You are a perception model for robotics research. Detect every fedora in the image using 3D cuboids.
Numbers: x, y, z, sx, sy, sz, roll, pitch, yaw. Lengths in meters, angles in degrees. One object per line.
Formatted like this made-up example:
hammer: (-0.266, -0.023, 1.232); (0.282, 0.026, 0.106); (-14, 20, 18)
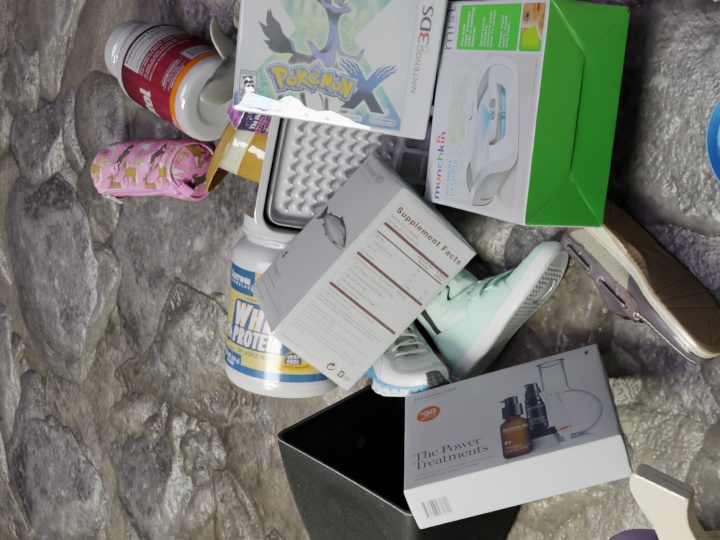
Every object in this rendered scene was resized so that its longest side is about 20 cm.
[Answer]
fedora: (-0.106, -0.159, 1.335); (0.082, 0.201, 0.201); (31, 123, -2)

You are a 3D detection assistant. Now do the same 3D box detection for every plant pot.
plant pot: (0.052, 0.247, 1.209); (0.200, 0.199, 0.178); (21, 123, 41)

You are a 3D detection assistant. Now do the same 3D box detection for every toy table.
toy table: (0.310, 0.252, 0.970); (0.200, 0.184, 0.117); (18, 124, 15)

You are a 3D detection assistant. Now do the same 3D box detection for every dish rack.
dish rack: (-0.011, -0.110, 1.230); (0.044, 0.200, 0.172); (-124, 43, -62)

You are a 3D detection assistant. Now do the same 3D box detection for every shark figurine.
shark figurine: (-0.123, -0.294, 1.373); (0.089, 0.128, 0.215); (6, 86, 31)

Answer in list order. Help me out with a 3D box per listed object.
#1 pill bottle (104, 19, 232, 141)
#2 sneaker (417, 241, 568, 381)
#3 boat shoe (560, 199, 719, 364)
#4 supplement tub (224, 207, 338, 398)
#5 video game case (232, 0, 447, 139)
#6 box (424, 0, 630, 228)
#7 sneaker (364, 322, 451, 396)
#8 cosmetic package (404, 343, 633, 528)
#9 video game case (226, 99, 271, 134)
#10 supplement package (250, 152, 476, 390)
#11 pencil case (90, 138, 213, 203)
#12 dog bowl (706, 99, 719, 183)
pill bottle: (-0.242, -0.253, 1.474); (0.200, 0.113, 0.113); (33, 118, 38)
sneaker: (0.122, 0.014, 1.174); (0.118, 0.074, 0.201); (51, 130, 20)
boat shoe: (0.257, 0.015, 1.052); (0.200, 0.072, 0.065); (54, 133, 30)
supplement tub: (-0.082, 0.034, 1.332); (0.145, 0.145, 0.200); (17, 108, 42)
video game case: (-0.021, -0.231, 1.113); (0.200, 0.022, 0.183); (10, 114, 4)
box: (0.153, -0.151, 1.075); (0.176, 0.097, 0.200); (23, 110, 59)
sneaker: (0.038, 0.080, 1.225); (0.200, 0.075, 0.087); (-158, 65, -68)
cosmetic package: (0.141, 0.152, 1.068); (0.200, 0.151, 0.052); (-17, 114, 11)
video game case: (-0.024, -0.225, 1.214); (0.200, 0.181, 0.036); (-60, 44, 32)
supplement package: (0.000, 0.000, 1.191); (0.200, 0.117, 0.117); (-48, 27, 7)
pencil case: (-0.282, -0.135, 1.551); (0.200, 0.083, 0.087); (2, 96, 44)
dog bowl: (0.379, -0.129, 0.924); (0.200, 0.050, 0.112); (-37, 70, 42)
